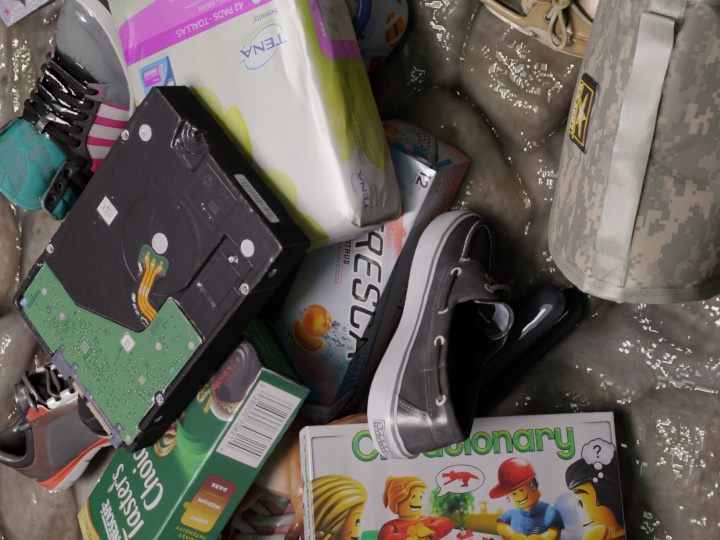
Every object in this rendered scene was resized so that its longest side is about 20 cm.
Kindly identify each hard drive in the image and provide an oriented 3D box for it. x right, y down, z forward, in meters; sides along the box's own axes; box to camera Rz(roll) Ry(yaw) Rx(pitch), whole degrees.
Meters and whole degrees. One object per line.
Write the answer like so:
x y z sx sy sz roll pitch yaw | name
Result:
-0.131 0.002 0.902 0.140 0.038 0.200 50 119 19 | hard drive

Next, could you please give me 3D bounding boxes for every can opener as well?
0.065 0.075 0.936 0.200 0.063 0.079 -41 74 30 | can opener

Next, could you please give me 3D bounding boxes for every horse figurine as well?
-0.061 0.147 0.949 0.199 0.050 0.134 0 65 48 | horse figurine

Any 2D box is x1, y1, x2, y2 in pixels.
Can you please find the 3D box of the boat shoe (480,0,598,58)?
0.099 -0.186 0.882 0.199 0.063 0.074 31 111 25 | boat shoe

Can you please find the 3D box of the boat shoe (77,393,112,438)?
-0.165 0.021 1.031 0.073 0.063 0.203 15 79 33 | boat shoe

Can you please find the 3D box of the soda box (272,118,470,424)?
0.000 0.000 0.963 0.063 0.068 0.201 30 112 17 | soda box

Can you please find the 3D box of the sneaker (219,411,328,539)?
-0.071 0.203 1.016 0.075 0.104 0.202 19 105 30 | sneaker

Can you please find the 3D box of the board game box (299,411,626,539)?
0.065 0.156 0.875 0.198 0.035 0.128 -2 77 -10 | board game box

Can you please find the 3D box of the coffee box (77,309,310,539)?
-0.116 0.125 0.944 0.201 0.044 0.123 -57 30 12 | coffee box

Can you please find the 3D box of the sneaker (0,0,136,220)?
-0.219 -0.106 1.007 0.083 0.121 0.201 39 152 18 | sneaker

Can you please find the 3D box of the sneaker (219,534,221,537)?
-0.123 0.094 1.053 0.088 0.074 0.202 12 102 29 | sneaker

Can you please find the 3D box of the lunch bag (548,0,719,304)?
0.174 -0.077 0.767 0.117 0.199 0.166 19 107 29 | lunch bag

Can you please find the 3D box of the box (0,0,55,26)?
-0.182 -0.273 0.982 0.199 0.132 0.115 -21 108 40 | box

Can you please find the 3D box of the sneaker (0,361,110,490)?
-0.224 0.100 1.101 0.200 0.081 0.077 -49 38 27 | sneaker

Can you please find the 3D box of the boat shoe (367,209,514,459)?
0.062 0.033 0.870 0.066 0.201 0.070 -7 124 28 | boat shoe

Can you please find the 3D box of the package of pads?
-0.066 -0.107 0.907 0.153 0.068 0.202 -15 90 32 | package of pads

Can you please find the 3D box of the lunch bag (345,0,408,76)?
-0.072 -0.172 0.989 0.200 0.075 0.161 -40 72 29 | lunch bag
